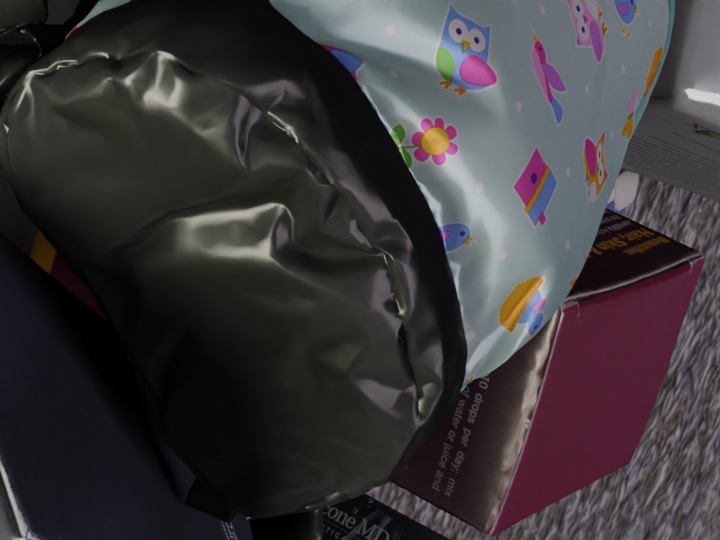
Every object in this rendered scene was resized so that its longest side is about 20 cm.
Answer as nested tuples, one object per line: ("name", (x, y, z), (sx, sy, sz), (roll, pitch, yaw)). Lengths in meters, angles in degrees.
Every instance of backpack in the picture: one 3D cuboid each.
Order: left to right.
("backpack", (0.002, -0.051, 0.663), (0.200, 0.126, 0.167), (-60, 138, -45))

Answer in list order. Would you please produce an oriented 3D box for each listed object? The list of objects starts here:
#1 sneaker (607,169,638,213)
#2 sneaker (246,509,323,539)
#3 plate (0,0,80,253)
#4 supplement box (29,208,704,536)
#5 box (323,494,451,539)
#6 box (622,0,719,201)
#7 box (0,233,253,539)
("sneaker", (0.026, 0.011, 1.051), (0.199, 0.080, 0.115), (-29, 142, -39))
("sneaker", (-0.091, 0.131, 0.918), (0.200, 0.087, 0.076), (-49, 150, -27))
("plate", (-0.086, -0.110, 0.689), (0.200, 0.032, 0.200), (-71, 168, -47))
("supplement box", (0.000, 0.000, 0.839), (0.110, 0.200, 0.086), (-15, 127, -57))
("box", (0.016, 0.206, 1.007), (0.182, 0.200, 0.104), (-59, 153, -10))
("box", (0.167, -0.131, 0.949), (0.199, 0.171, 0.200), (18, 84, -31))
("box", (-0.146, 0.091, 0.651), (0.200, 0.124, 0.198), (-28, 154, 7))
